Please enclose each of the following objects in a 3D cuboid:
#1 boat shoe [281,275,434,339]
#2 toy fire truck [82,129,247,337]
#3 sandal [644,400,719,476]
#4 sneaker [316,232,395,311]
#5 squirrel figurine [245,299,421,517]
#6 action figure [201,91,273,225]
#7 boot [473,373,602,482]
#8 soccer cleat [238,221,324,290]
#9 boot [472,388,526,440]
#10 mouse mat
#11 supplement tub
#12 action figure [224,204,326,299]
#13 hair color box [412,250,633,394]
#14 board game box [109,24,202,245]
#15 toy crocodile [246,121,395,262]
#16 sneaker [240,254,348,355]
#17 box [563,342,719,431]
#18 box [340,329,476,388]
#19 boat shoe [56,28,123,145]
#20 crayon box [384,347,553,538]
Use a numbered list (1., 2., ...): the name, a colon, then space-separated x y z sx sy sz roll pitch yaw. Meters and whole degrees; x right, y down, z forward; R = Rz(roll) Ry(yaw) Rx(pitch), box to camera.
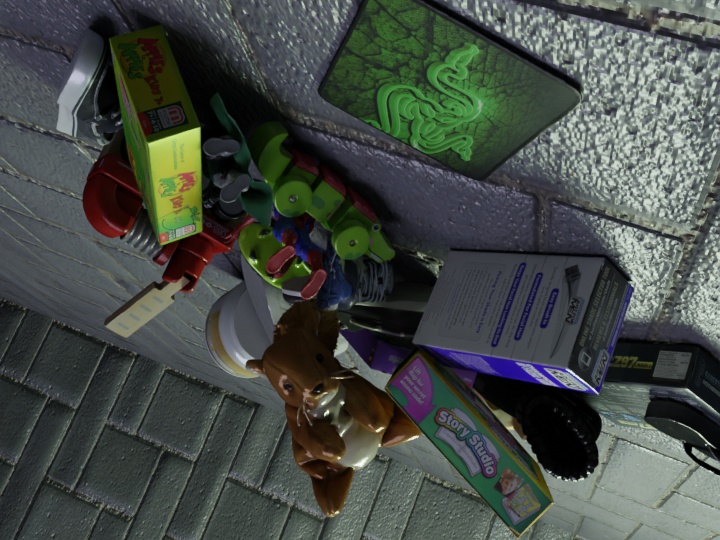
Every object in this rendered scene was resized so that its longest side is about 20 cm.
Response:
1. boat shoe: 0.002 0.046 1.087 0.195 0.062 0.074 4 -159 -5
2. toy fire truck: -0.246 -0.035 1.041 0.174 0.203 0.128 31 162 -26
3. sandal: 0.382 0.198 0.985 0.197 0.044 0.076 27 162 -17
4. sneaker: 0.000 0.000 0.989 0.083 0.079 0.200 12 -168 -3
5. squirrel figurine: -0.053 0.121 0.983 0.188 0.141 0.201 53 180 -40
6. action figure: -0.134 -0.103 0.865 0.200 0.054 0.121 -153 45 -73
7. boot: 0.200 0.158 1.097 0.209 0.081 0.157 30 -166 16
8. soccer cleat: -0.079 0.001 1.170 0.198 0.068 0.081 32 175 -25
9. boot: 0.158 0.176 1.268 0.197 0.072 0.144 16 -167 -13
10. mouse mat: 0.055 -0.128 0.668 0.158 0.008 0.200 27 165 -8
11. supplement tub: -0.156 0.088 1.401 0.143 0.147 0.200 27 164 -14
12. action figure: -0.086 -0.022 0.920 0.065 0.099 0.201 38 -163 -20
13. hair color box: 0.153 0.045 0.886 0.064 0.111 0.198 35 161 -34
14. board game box: -0.181 -0.114 0.827 0.047 0.103 0.201 -18 162 -16
15. toy crocodile: -0.035 -0.071 0.889 0.199 0.062 0.068 36 -164 -32
16. sneaker: -0.087 0.041 1.288 0.073 0.114 0.204 8 122 63
17. box: 0.329 0.135 1.023 0.157 0.052 0.198 34 161 -29
18. box: 0.056 0.103 1.187 0.134 0.040 0.200 17 -175 -14
19. boat shoe: -0.249 -0.164 0.871 0.067 0.073 0.200 23 162 -15
20. crayon box: 0.115 0.174 0.988 0.200 0.058 0.172 47 -175 4
